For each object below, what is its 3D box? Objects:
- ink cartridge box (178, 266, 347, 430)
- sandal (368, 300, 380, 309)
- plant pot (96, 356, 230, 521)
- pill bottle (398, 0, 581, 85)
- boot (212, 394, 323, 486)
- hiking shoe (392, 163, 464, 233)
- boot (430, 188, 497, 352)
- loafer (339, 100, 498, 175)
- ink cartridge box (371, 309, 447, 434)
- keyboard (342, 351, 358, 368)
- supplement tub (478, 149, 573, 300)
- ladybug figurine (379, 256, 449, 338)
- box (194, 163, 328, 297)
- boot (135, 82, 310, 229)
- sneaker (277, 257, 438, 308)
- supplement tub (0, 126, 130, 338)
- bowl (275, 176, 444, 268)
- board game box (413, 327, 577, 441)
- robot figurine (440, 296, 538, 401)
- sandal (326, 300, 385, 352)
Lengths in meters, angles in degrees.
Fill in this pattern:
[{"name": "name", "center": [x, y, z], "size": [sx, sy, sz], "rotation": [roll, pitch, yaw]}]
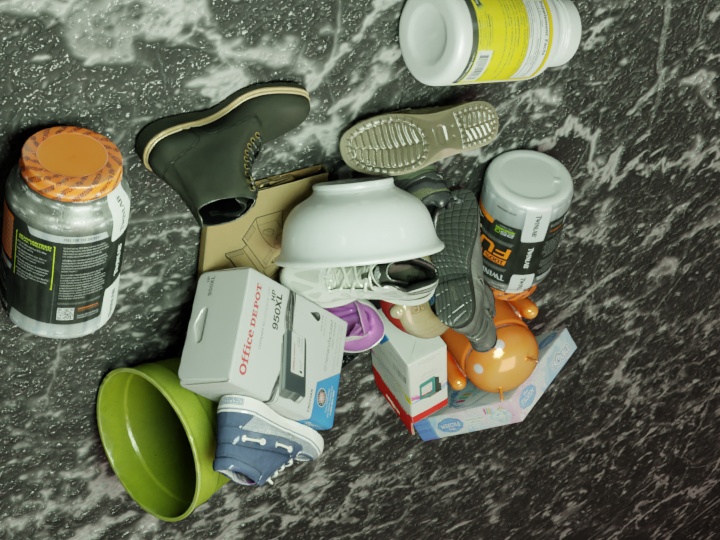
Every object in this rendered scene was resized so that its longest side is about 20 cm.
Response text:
[{"name": "ink cartridge box", "center": [-0.113, 0.099, 1.454], "size": [0.084, 0.145, 0.200], "rotation": [-7, 154, 36]}, {"name": "sandal", "center": [-0.023, 0.063, 1.657], "size": [0.200, 0.043, 0.076], "rotation": [-31, 146, -11]}, {"name": "plant pot", "center": [-0.198, 0.189, 1.533], "size": [0.193, 0.200, 0.200], "rotation": [-21, 145, -43]}, {"name": "pill bottle", "center": [0.152, -0.271, 1.363], "size": [0.200, 0.112, 0.113], "rotation": [-10, 137, -36]}, {"name": "boot", "center": [-0.114, 0.221, 1.440], "size": [0.073, 0.090, 0.200], "rotation": [-5, 155, 31]}, {"name": "hiking shoe", "center": [0.046, -0.044, 1.543], "size": [0.076, 0.101, 0.200], "rotation": [8, 125, -47]}, {"name": "boot", "center": [0.143, 0.002, 1.618], "size": [0.070, 0.200, 0.132], "rotation": [-2, 161, 24]}, {"name": "loafer", "center": [0.067, -0.159, 1.451], "size": [0.200, 0.068, 0.076], "rotation": [-11, 98, -15]}, {"name": "ink cartridge box", "center": [0.071, 0.142, 1.773], "size": [0.067, 0.116, 0.200], "rotation": [-27, 145, -15]}, {"name": "keyboard", "center": [-0.092, 0.176, 1.694], "size": [0.104, 0.040, 0.200], "rotation": [11, 136, -47]}, {"name": "supplement tub", "center": [0.218, -0.058, 1.668], "size": [0.122, 0.123, 0.200], "rotation": [-21, 142, -24]}, {"name": "ladybug figurine", "center": [0.085, 0.021, 1.639], "size": [0.200, 0.072, 0.136], "rotation": [-30, 112, -54]}, {"name": "box", "center": [-0.123, -0.032, 1.471], "size": [0.163, 0.021, 0.200], "rotation": [-18, 140, -29]}, {"name": "boot", "center": [-0.117, -0.117, 1.272], "size": [0.200, 0.138, 0.078], "rotation": [-25, 144, -20]}, {"name": "sneaker", "center": [0.000, 0.000, 1.466], "size": [0.200, 0.076, 0.115], "rotation": [1, 166, -5]}, {"name": "supplement tub", "center": [-0.299, -0.038, 1.211], "size": [0.122, 0.123, 0.200], "rotation": [-14, 140, -32]}, {"name": "bowl", "center": [-0.004, -0.061, 1.406], "size": [0.201, 0.201, 0.090], "rotation": [-11, 99, -35]}, {"name": "board game box", "center": [0.207, 0.176, 1.842], "size": [0.199, 0.043, 0.200], "rotation": [-21, -165, 44]}, {"name": "robot figurine", "center": [0.184, 0.096, 1.743], "size": [0.144, 0.200, 0.117], "rotation": [-18, 133, -15]}, {"name": "sandal", "center": [-0.028, 0.065, 1.593], "size": [0.082, 0.050, 0.203], "rotation": [-45, 137, 5]}]
